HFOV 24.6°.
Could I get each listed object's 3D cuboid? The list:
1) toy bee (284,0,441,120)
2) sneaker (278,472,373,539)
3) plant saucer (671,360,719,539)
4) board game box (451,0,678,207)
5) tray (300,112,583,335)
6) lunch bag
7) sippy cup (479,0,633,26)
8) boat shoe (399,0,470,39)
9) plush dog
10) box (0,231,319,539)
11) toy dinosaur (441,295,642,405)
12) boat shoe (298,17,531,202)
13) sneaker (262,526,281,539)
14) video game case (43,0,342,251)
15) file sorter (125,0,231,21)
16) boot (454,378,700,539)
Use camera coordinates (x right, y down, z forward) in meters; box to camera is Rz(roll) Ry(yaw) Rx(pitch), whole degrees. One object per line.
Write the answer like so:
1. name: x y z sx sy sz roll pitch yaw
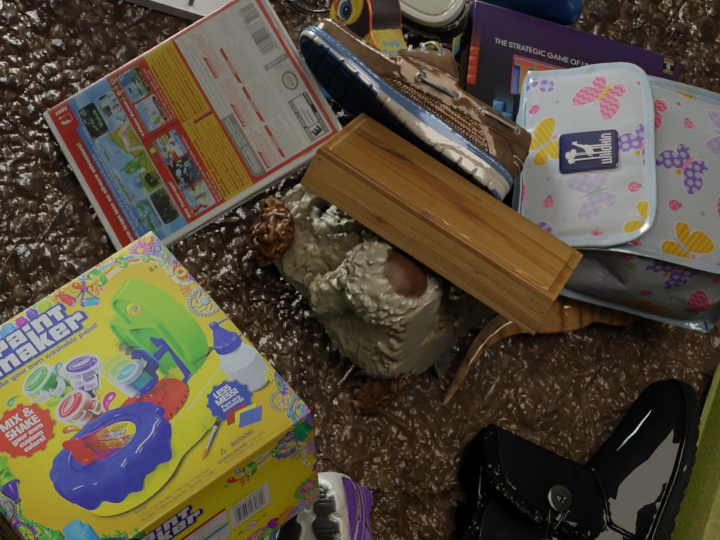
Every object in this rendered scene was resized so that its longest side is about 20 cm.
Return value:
1. toy bee: 0.003 -0.185 1.335 0.200 0.109 0.131 47 44 5
2. sneaker: -0.007 0.249 1.200 0.083 0.080 0.203 12 74 -49
3. plant saucer: 0.360 0.185 1.326 0.198 0.048 0.201 14 58 20
4. board game box: 0.172 -0.125 1.419 0.198 0.057 0.167 13 67 -14
5. tray: 0.062 -0.038 1.206 0.199 0.037 0.099 32 27 6
6. lunch bag: 0.216 -0.063 1.308 0.198 0.127 0.171 14 61 -13
7. sippy cup: 0.160 -0.287 1.445 0.176 0.140 0.132 8 73 27
8. boat shoe: 0.012 -0.266 1.415 0.199 0.060 0.074 34 84 18
9. plush dog: 0.000 0.000 1.285 0.172 0.161 0.199 49 33 20
10. box: -0.164 0.118 1.128 0.199 0.123 0.193 -34 60 -20
11. toy dinosaur: 0.147 0.030 1.347 0.198 0.060 0.107 -12 75 -22
12. boat shoe: 0.044 -0.134 1.270 0.199 0.072 0.073 39 74 -7
13. sneaker: -0.102 0.190 1.192 0.081 0.074 0.202 14 64 -11
14. video game case: -0.129 -0.112 1.287 0.199 0.017 0.144 -30 80 -1
15. file sorter: -0.161 -0.304 1.338 0.198 0.125 0.140 15 66 -13
16. boot: 0.169 0.152 1.295 0.167 0.076 0.202 24 70 -13
